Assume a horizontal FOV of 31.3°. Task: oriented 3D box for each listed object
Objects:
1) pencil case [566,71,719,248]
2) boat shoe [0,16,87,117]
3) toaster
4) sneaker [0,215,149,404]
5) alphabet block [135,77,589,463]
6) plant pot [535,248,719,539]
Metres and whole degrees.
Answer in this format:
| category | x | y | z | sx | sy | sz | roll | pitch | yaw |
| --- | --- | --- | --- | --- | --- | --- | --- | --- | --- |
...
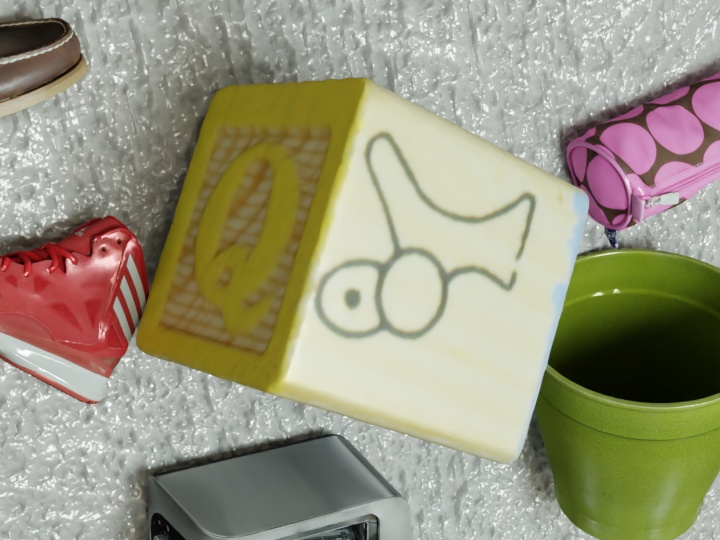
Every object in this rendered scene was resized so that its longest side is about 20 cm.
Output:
| category | x | y | z | sx | sy | sz | roll | pitch | yaw |
| --- | --- | --- | --- | --- | --- | --- | --- | --- | --- |
| pencil case | 0.270 | -0.101 | 1.057 | 0.199 | 0.094 | 0.091 | -28 | 120 | -20 |
| boat shoe | -0.259 | -0.116 | 0.746 | 0.199 | 0.070 | 0.071 | -23 | 123 | -22 |
| toaster | -0.057 | 0.235 | 0.973 | 0.198 | 0.118 | 0.183 | -9 | 113 | -28 |
| sneaker | -0.218 | -0.004 | 0.824 | 0.200 | 0.078 | 0.116 | 40 | 77 | -47 |
| alphabet block | 0.000 | 0.000 | 0.850 | 0.199 | 0.196 | 0.197 | 22 | 80 | -34 |
| plant pot | 0.231 | 0.119 | 1.072 | 0.199 | 0.200 | 0.194 | -22 | 129 | -22 |
